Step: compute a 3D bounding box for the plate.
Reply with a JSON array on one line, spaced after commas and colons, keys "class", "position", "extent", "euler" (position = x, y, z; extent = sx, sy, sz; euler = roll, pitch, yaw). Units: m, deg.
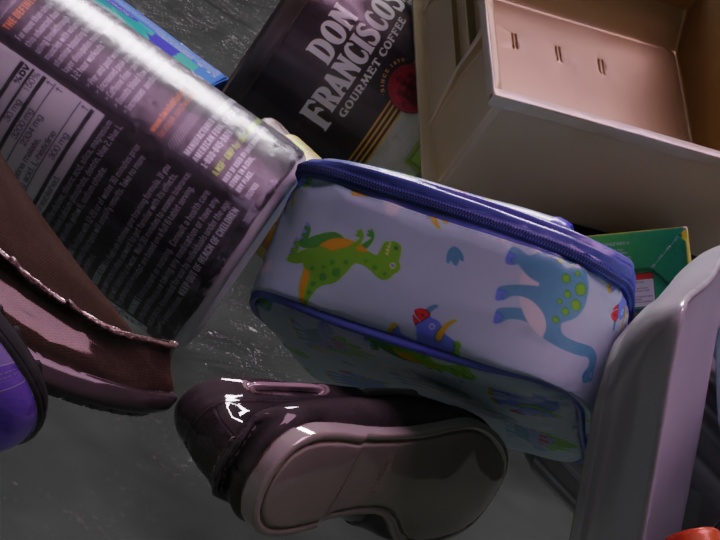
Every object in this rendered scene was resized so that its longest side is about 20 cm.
[{"class": "plate", "position": [0.115, 0.095, 0.708], "extent": [0.032, 0.202, 0.200], "euler": [11, 10, 16]}]

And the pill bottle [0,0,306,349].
[{"class": "pill bottle", "position": [-0.130, -0.064, 0.744], "extent": [0.199, 0.107, 0.106], "euler": [36, 17, -1]}]

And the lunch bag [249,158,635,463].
[{"class": "lunch bag", "position": [0.046, 0.023, 0.761], "extent": [0.159, 0.083, 0.200], "euler": [18, -11, 14]}]

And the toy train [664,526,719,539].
[{"class": "toy train", "position": [0.178, 0.184, 0.631], "extent": [0.200, 0.055, 0.151], "euler": [50, 40, -17]}]

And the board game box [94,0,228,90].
[{"class": "board game box", "position": [-0.165, -0.120, 0.932], "extent": [0.151, 0.045, 0.200], "euler": [36, 16, 0]}]

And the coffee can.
[{"class": "coffee can", "position": [0.021, -0.093, 1.059], "extent": [0.199, 0.147, 0.147], "euler": [34, 17, -8]}]

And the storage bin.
[{"class": "storage bin", "position": [0.138, -0.124, 0.979], "extent": [0.198, 0.094, 0.200], "euler": [13, 53, -19]}]

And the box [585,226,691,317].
[{"class": "box", "position": [0.132, 0.019, 0.981], "extent": [0.116, 0.049, 0.200], "euler": [-6, -8, 9]}]

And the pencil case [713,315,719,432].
[{"class": "pencil case", "position": [0.202, 0.076, 0.775], "extent": [0.201, 0.082, 0.091], "euler": [-84, 150, -49]}]

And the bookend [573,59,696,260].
[{"class": "bookend", "position": [0.206, -0.036, 1.185], "extent": [0.092, 0.201, 0.198], "euler": [46, 20, 31]}]

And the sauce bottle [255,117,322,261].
[{"class": "sauce bottle", "position": [0.000, 0.000, 0.909], "extent": [0.200, 0.065, 0.065], "euler": [41, 17, 20]}]

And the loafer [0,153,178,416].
[{"class": "loafer", "position": [-0.144, -0.014, 0.611], "extent": [0.199, 0.071, 0.073], "euler": [32, -9, -13]}]

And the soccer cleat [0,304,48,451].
[{"class": "soccer cleat", "position": [-0.191, 0.007, 0.536], "extent": [0.199, 0.068, 0.073], "euler": [38, 41, -12]}]

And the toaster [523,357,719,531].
[{"class": "toaster", "position": [0.179, 0.105, 0.906], "extent": [0.129, 0.114, 0.199], "euler": [48, 20, 28]}]

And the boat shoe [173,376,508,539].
[{"class": "boat shoe", "position": [-0.002, 0.073, 0.705], "extent": [0.057, 0.067, 0.199], "euler": [38, 12, 30]}]
